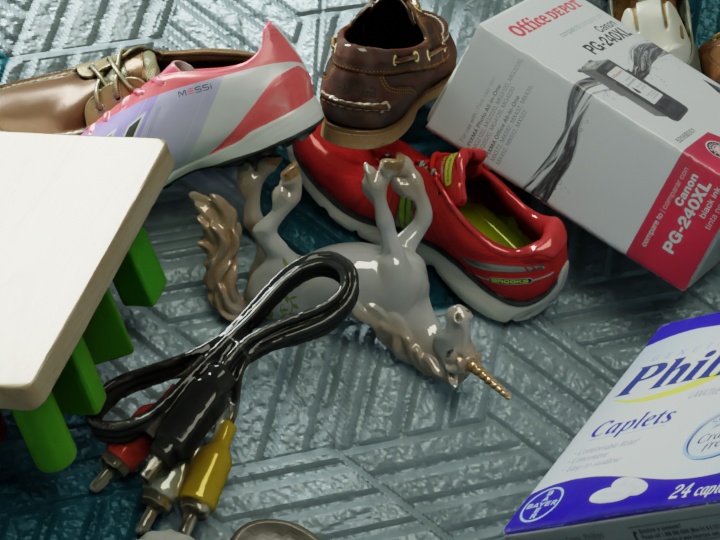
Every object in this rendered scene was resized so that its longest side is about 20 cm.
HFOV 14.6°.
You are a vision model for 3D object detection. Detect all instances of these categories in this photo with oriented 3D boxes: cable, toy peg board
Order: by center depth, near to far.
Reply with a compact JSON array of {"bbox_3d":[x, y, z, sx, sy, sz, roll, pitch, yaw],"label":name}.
[{"bbox_3d":[-0.220,0.022,1.617,0.198,0.098,0.200,3,45,24],"label":"toy peg board"},{"bbox_3d":[-0.083,0.063,1.634,0.097,0.050,0.200,28,61,23],"label":"cable"}]

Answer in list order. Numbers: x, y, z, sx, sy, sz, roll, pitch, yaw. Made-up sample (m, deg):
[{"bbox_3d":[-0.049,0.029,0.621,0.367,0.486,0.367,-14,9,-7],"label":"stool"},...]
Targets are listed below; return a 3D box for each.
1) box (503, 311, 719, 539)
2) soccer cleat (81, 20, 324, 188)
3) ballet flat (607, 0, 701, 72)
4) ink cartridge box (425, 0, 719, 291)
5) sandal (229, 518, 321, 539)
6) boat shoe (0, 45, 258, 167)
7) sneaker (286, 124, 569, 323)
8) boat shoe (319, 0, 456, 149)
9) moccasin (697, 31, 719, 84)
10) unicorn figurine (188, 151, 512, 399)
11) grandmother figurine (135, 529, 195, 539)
[{"bbox_3d":[0.212,0.113,1.585,0.200,0.183,0.105,-48,112,-38],"label":"box"},{"bbox_3d":[-0.124,-0.085,1.703,0.199,0.068,0.074,-21,100,5],"label":"soccer cleat"},{"bbox_3d":[0.192,-0.174,1.900,0.067,0.064,0.201,-6,51,5],"label":"ballet flat"},{"bbox_3d":[0.162,-0.088,1.783,0.200,0.084,0.145,34,27,13],"label":"ink cartridge box"},{"bbox_3d":[-0.028,0.218,1.536,0.081,0.055,0.201,2,52,-13],"label":"sandal"},{"bbox_3d":[-0.142,-0.109,1.756,0.199,0.074,0.076,-6,54,-19],"label":"boat shoe"},{"bbox_3d":[0.047,-0.053,1.754,0.199,0.085,0.077,31,50,11],"label":"sneaker"},{"bbox_3d":[0.021,-0.139,1.780,0.070,0.071,0.200,5,21,9],"label":"boat shoe"},{"bbox_3d":[0.326,-0.159,1.896,0.200,0.074,0.078,-21,42,10],"label":"moccasin"},{"bbox_3d":[0.000,0.000,1.699,0.199,0.138,0.074,1,9,14],"label":"unicorn figurine"},{"bbox_3d":[-0.106,0.229,1.506,0.121,0.061,0.201,9,52,-10],"label":"grandmother figurine"}]
